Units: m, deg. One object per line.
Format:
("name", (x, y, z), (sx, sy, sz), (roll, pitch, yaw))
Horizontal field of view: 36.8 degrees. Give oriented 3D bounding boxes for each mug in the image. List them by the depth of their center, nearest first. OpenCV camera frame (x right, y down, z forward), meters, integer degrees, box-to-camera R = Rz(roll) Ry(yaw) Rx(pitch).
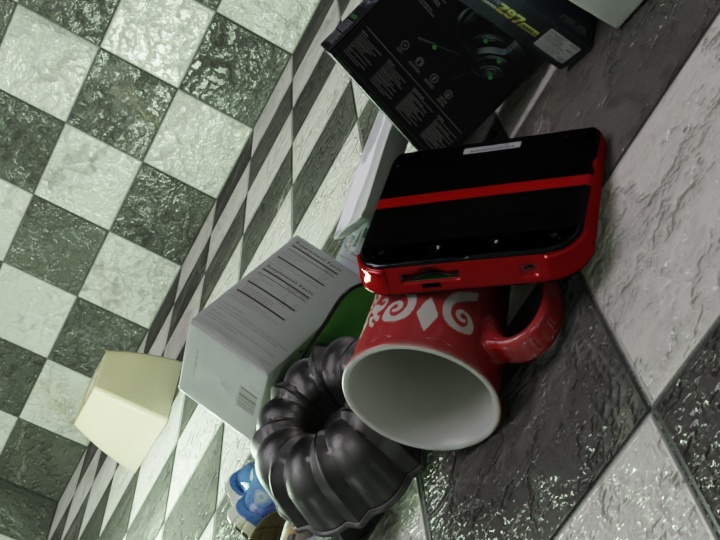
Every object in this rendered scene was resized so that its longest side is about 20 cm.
("mug", (0.091, 0.036, 0.936), (0.135, 0.174, 0.202), (80, -160, -44))

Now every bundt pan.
("bundt pan", (-0.024, 0.142, 1.022), (0.200, 0.076, 0.204), (-28, 34, 21))

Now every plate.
("plate", (0.027, -0.139, 1.333), (0.199, 0.032, 0.203), (151, 139, -77))

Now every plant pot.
("plant pot", (-0.542, 0.303, 2.488), (0.201, 0.175, 0.201), (-55, 18, 33))

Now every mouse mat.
("mouse mat", (0.002, 0.062, 1.126), (0.008, 0.159, 0.201), (55, 134, 20))

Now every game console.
("game console", (0.102, -0.051, 0.905), (0.196, 0.031, 0.178), (-5, 37, 23))

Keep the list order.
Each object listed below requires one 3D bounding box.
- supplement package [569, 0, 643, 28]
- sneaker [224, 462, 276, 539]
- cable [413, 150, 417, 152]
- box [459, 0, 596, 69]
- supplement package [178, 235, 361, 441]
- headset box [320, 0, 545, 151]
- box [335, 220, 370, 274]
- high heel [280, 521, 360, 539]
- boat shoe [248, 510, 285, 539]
("supplement package", (0.226, -0.369, 0.993), (0.152, 0.149, 0.202), (-48, 22, 47))
("sneaker", (-0.109, 0.267, 1.301), (0.089, 0.079, 0.200), (-44, 10, -3))
("cable", (0.063, -0.051, 1.233), (0.163, 0.050, 0.203), (-43, 32, 52))
("box", (0.151, -0.317, 1.068), (0.051, 0.198, 0.160), (-32, 34, 52))
("supplement package", (-0.095, 0.071, 1.213), (0.200, 0.109, 0.115), (-42, -23, -44))
("headset box", (0.087, -0.246, 1.151), (0.200, 0.174, 0.093), (-45, 18, 7))
("box", (0.000, 0.000, 1.387), (0.203, 0.041, 0.156), (-64, 15, 0))
("high heel", (-0.048, 0.221, 1.137), (0.143, 0.070, 0.203), (-46, 31, 41))
("boat shoe", (-0.111, 0.352, 1.146), (0.068, 0.071, 0.202), (-50, 20, 49))
